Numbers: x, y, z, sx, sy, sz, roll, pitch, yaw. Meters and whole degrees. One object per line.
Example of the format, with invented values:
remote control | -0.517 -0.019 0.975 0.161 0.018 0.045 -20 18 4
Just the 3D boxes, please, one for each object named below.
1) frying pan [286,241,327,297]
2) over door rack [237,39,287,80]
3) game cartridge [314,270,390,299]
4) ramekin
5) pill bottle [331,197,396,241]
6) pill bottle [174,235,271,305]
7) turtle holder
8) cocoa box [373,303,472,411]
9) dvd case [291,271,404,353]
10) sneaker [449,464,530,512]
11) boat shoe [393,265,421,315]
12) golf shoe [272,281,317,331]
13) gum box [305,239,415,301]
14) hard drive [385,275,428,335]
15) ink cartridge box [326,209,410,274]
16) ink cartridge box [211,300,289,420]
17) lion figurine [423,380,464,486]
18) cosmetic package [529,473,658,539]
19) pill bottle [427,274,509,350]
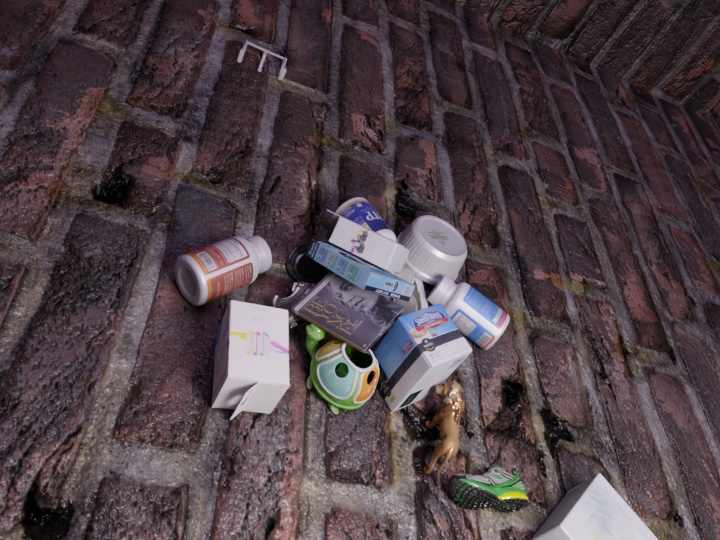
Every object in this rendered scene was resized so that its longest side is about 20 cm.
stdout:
frying pan | -0.121 0.011 1.508 0.113 0.031 0.192 -7 55 9
over door rack | -0.303 -0.636 1.940 0.146 0.067 0.201 19 25 -15
game cartridge | -0.007 0.061 1.534 0.132 0.041 0.200 -19 58 -38
ramekin | 0.199 -0.062 1.716 0.200 0.095 0.204 20 39 -17
pill bottle | 0.022 -0.079 1.612 0.119 0.120 0.201 -13 54 -37
pill bottle | -0.297 -0.008 1.389 0.199 0.113 0.112 -25 68 -42
turtle holder | -0.036 0.196 1.351 0.139 0.132 0.187 -3 55 -31
cocoa box | 0.123 0.192 1.396 0.132 0.201 0.132 -14 59 -36
dvd case | -0.027 0.082 1.353 0.198 0.016 0.149 26 49 26
sneaker | 0.268 0.461 1.353 0.198 0.078 0.086 19 38 -28
boat shoe | 0.113 0.063 1.563 0.203 0.071 0.061 -94 161 -54
golf shoe | -0.107 0.053 1.435 0.199 0.078 0.095 -28 76 -25
gum box | 0.000 0.000 1.434 0.199 0.045 0.169 29 8 40
hard drive | 0.112 0.090 1.602 0.130 0.026 0.202 10 49 -23
ink cartridge box | 0.006 -0.067 1.485 0.198 0.069 0.115 27 4 21
ink cartridge box | -0.219 0.185 1.258 0.124 0.129 0.202 11 49 -22
lion figurine | 0.187 0.346 1.359 0.072 0.123 0.202 15 48 -18
cosmetic package | 0.501 0.584 1.340 0.199 0.123 0.200 -27 69 -41
pill bottle | 0.274 0.102 1.624 0.199 0.113 0.112 38 44 2
